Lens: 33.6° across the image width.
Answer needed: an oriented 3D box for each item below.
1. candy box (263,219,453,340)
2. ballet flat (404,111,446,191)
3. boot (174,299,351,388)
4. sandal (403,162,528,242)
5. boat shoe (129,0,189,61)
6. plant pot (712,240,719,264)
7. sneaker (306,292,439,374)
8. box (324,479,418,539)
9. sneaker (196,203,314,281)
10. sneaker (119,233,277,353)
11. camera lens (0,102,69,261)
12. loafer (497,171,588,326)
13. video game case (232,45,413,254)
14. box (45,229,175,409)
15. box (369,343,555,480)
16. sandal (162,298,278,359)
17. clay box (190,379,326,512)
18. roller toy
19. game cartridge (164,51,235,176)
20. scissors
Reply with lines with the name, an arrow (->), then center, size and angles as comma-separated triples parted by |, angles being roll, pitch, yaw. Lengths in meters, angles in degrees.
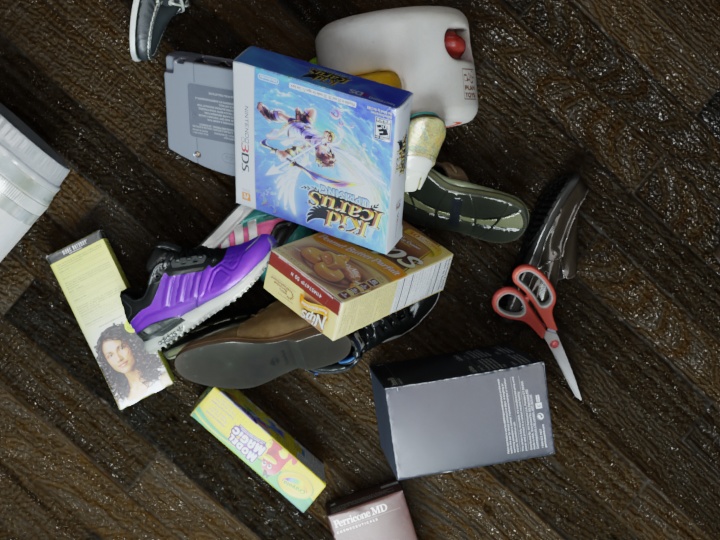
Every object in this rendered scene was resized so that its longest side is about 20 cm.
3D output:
candy box -> 0.000, 0.000, 1.356 | 0.115, 0.199, 0.056 | 35, 127, 28
ballet flat -> 0.041, -0.110, 1.335 | 0.070, 0.200, 0.072 | 8, 70, -24
boot -> -0.112, 0.078, 1.340 | 0.196, 0.076, 0.074 | -11, 136, -2
sandal -> 0.107, -0.091, 1.435 | 0.198, 0.058, 0.081 | 21, 131, 5
boat shoe -> -0.224, -0.341, 1.400 | 0.059, 0.076, 0.204 | 13, 91, 1
plant pot -> 0.532, -0.044, 1.430 | 0.199, 0.187, 0.188 | -38, 94, 12
sneaker -> 0.012, 0.070, 1.409 | 0.198, 0.112, 0.074 | -27, 103, -1
box -> 0.033, 0.368, 1.443 | 0.099, 0.075, 0.203 | -18, 91, -3
sneaker -> -0.127, -0.002, 1.417 | 0.121, 0.084, 0.200 | 44, 87, 5
sneaker -> -0.190, 0.003, 1.345 | 0.199, 0.070, 0.100 | -35, 99, 10
camera lens -> -0.447, -0.086, 1.347 | 0.160, 0.160, 0.200 | 42, 88, -4
loafer -> 0.233, -0.022, 1.452 | 0.070, 0.073, 0.203 | 22, 99, -8
video game case -> -0.045, -0.130, 1.297 | 0.197, 0.046, 0.184 | 19, 130, 20
box -> -0.295, 0.058, 1.419 | 0.074, 0.050, 0.202 | -27, 93, -3
box -> 0.111, 0.158, 1.379 | 0.179, 0.200, 0.106 | -8, 93, -4
sandal -> -0.139, 0.078, 1.421 | 0.197, 0.080, 0.058 | -13, 107, -4
clay box -> -0.129, 0.192, 1.403 | 0.199, 0.115, 0.048 | 41, 90, -4
roller toy -> 0.044, -0.218, 1.367 | 0.179, 0.200, 0.142 | -8, 93, -17
game cartridge -> -0.133, -0.174, 1.381 | 0.197, 0.040, 0.135 | 13, 118, 18
scissors -> 0.234, 0.075, 1.436 | 0.073, 0.014, 0.200 | -39, 112, 11
